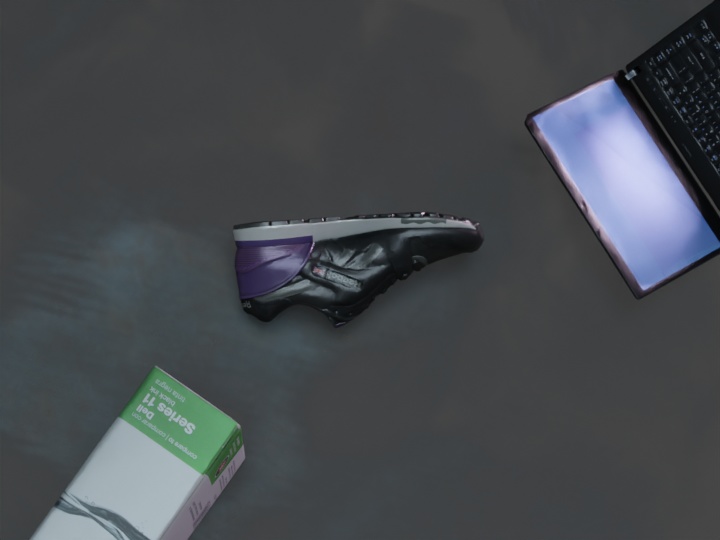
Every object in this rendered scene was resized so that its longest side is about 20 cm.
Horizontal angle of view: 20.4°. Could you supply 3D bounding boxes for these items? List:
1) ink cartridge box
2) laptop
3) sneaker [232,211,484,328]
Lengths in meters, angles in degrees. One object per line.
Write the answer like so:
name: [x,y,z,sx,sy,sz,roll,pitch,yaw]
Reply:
ink cartridge box: [-0.176,0.186,1.490,0.083,0.147,0.200,34,76,6]
laptop: [0.268,-0.108,1.606,0.200,0.103,0.178,-36,80,22]
sneaker: [0.000,0.000,1.595,0.199,0.076,0.088,-4,92,-1]
